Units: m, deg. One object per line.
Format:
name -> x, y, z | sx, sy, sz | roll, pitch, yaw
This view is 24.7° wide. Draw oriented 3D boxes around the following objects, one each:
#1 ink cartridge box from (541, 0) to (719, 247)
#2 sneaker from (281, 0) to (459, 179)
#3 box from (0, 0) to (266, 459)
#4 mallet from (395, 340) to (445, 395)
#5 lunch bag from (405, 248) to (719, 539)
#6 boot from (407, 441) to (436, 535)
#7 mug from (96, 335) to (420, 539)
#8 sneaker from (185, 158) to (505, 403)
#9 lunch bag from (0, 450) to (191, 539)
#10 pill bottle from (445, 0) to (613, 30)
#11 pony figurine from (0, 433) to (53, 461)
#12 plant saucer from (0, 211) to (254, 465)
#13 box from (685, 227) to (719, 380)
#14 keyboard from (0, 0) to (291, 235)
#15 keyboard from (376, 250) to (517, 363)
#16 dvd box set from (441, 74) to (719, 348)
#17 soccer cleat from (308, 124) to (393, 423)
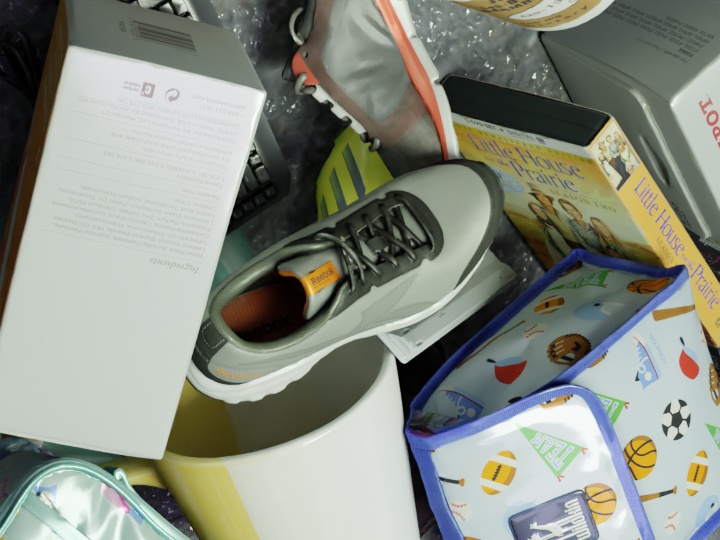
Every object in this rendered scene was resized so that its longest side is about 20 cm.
ink cartridge box -> 0.248, -0.139, 1.053 | 0.200, 0.145, 0.145 | -40, 127, -9
sneaker -> -0.002, -0.109, 0.946 | 0.082, 0.077, 0.200 | -21, 93, -5
box -> -0.127, -0.025, 0.840 | 0.097, 0.124, 0.200 | 12, 108, -16
mallet -> -0.021, 0.109, 1.084 | 0.200, 0.066, 0.041 | -43, 94, 12
lunch bag -> 0.128, 0.111, 0.978 | 0.200, 0.124, 0.170 | -35, 115, -30
boot -> 0.025, 0.131, 1.086 | 0.075, 0.097, 0.200 | 44, 81, -23
mug -> -0.050, 0.127, 0.957 | 0.149, 0.186, 0.153 | -53, 133, -49
sneaker -> -0.003, 0.002, 0.869 | 0.200, 0.074, 0.079 | -32, 170, -17
lunch bag -> -0.139, 0.193, 0.849 | 0.200, 0.077, 0.160 | 42, 73, -23
pill bottle -> 0.067, -0.199, 0.889 | 0.200, 0.114, 0.114 | 2, 114, -59
pony figurine -> -0.239, 0.171, 0.925 | 0.193, 0.167, 0.200 | 17, 110, -3
plant saucer -> -0.143, 0.038, 0.971 | 0.200, 0.036, 0.200 | -14, 120, -26
box -> 0.289, 0.043, 1.178 | 0.115, 0.132, 0.200 | -36, 127, -16
keyboard -> -0.125, -0.098, 0.902 | 0.127, 0.021, 0.200 | -32, 114, -14
keyboard -> 0.044, 0.008, 0.993 | 0.011, 0.056, 0.200 | -52, 170, 24
dvd box set -> 0.142, -0.037, 1.038 | 0.029, 0.146, 0.200 | -52, 130, -14
soccer cleat -> 0.001, 0.000, 1.009 | 0.065, 0.084, 0.200 | 7, 109, -34
